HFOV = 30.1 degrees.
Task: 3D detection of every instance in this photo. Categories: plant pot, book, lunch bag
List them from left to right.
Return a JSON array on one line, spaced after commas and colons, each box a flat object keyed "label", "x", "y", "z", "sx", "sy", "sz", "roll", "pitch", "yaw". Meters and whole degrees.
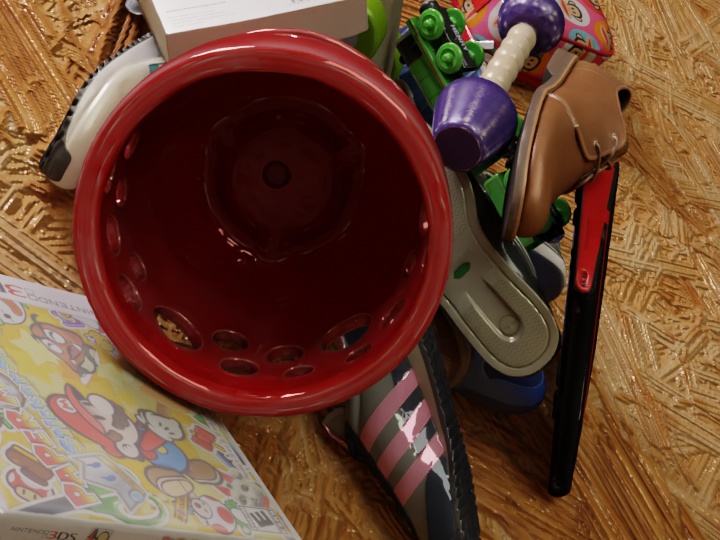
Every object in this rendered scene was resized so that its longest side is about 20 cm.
[{"label": "book", "x": -0.090, "y": -0.212, "z": 0.911, "sx": 0.133, "sy": 0.048, "sz": 0.200, "roll": -14, "pitch": 44, "yaw": -14}, {"label": "plant pot", "x": -0.049, "y": -0.038, "z": 0.769, "sx": 0.200, "sy": 0.201, "sz": 0.183, "roll": 40, "pitch": 11, "yaw": -8}, {"label": "lunch bag", "x": 0.149, "y": -0.277, "z": 1.315, "sx": 0.175, "sy": 0.082, "sz": 0.201, "roll": 14, "pitch": 47, "yaw": -35}]

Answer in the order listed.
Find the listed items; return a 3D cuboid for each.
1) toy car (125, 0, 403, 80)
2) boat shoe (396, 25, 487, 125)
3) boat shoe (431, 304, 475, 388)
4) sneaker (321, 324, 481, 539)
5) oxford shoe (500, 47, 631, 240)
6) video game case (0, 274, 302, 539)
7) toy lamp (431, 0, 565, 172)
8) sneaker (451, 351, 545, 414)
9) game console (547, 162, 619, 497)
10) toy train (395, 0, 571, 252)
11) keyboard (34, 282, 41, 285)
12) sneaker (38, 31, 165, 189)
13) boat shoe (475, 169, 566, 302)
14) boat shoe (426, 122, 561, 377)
[{"label": "toy car", "x": -0.069, "y": -0.190, "z": 1.012, "sx": 0.199, "sy": 0.159, "sz": 0.165, "roll": 15, "pitch": 34, "yaw": 6}, {"label": "boat shoe", "x": 0.080, "y": -0.139, "z": 1.088, "sx": 0.072, "sy": 0.072, "sz": 0.200, "roll": 42, "pitch": 12, "yaw": -33}, {"label": "boat shoe", "x": 0.000, "y": 0.000, "z": 0.915, "sx": 0.200, "sy": 0.076, "sz": 0.072, "roll": 52, "pitch": 39, "yaw": 11}, {"label": "sneaker", "x": 0.022, "y": 0.112, "z": 0.849, "sx": 0.070, "sy": 0.082, "sz": 0.201, "roll": 25, "pitch": 50, "yaw": -75}, {"label": "oxford shoe", "x": 0.140, "y": -0.083, "z": 0.887, "sx": 0.071, "sy": 0.072, "sz": 0.200, "roll": 20, "pitch": 43, "yaw": 10}, {"label": "video game case", "x": -0.140, "y": 0.068, "z": 0.670, "sx": 0.181, "sy": 0.023, "sz": 0.200, "roll": 19, "pitch": 23, "yaw": -45}, {"label": "toy lamp", "x": 0.094, "y": -0.128, "z": 0.907, "sx": 0.058, "sy": 0.058, "sz": 0.200, "roll": 41, "pitch": 40, "yaw": -6}, {"label": "sneaker", "x": 0.070, "y": 0.016, "z": 0.961, "sx": 0.200, "sy": 0.082, "sz": 0.074, "roll": 49, "pitch": 34, "yaw": 2}, {"label": "game console", "x": 0.154, "y": 0.034, "z": 0.955, "sx": 0.031, "sy": 0.201, "sz": 0.177, "roll": 8, "pitch": 40, "yaw": 12}, {"label": "toy train", "x": 0.085, "y": -0.102, "z": 0.969, "sx": 0.042, "sy": 0.056, "sz": 0.201, "roll": -16, "pitch": 75, "yaw": -51}, {"label": "keyboard", "x": -0.219, "y": 0.058, "z": 0.694, "sx": 0.056, "sy": 0.011, "sz": 0.200, "roll": 50, "pitch": 36, "yaw": 6}, {"label": "sneaker", "x": -0.127, "y": -0.098, "z": 0.881, "sx": 0.093, "sy": 0.070, "sz": 0.200, "roll": 37, "pitch": 34, "yaw": -2}, {"label": "boat shoe", "x": 0.082, "y": -0.049, "z": 1.051, "sx": 0.200, "sy": 0.071, "sz": 0.064, "roll": 38, "pitch": 37, "yaw": -24}, {"label": "boat shoe", "x": 0.067, "y": -0.017, "z": 0.901, "sx": 0.201, "sy": 0.072, "sz": 0.068, "roll": 58, "pitch": 16, "yaw": 11}]
